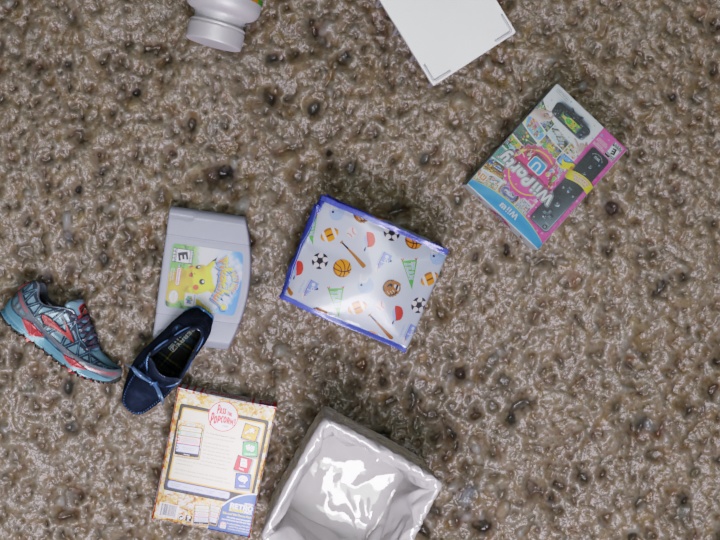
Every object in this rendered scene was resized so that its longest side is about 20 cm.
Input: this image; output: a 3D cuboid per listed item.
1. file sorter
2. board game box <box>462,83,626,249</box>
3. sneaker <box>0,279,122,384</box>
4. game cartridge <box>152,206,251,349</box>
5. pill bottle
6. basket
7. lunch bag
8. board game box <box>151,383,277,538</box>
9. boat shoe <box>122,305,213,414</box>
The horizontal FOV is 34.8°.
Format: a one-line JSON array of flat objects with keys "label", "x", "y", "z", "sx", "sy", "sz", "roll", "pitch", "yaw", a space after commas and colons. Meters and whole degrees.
[{"label": "file sorter", "x": 0.104, "y": -0.382, "z": 1.658, "sx": 0.138, "sy": 0.125, "sz": 0.201, "roll": -33, "pitch": 94, "yaw": 0}, {"label": "board game box", "x": 0.273, "y": -0.152, "z": 1.711, "sx": 0.147, "sy": 0.064, "sz": 0.200, "roll": 42, "pitch": 91, "yaw": -4}, {"label": "sneaker", "x": -0.422, "y": 0.088, "z": 1.675, "sx": 0.200, "sy": 0.079, "sz": 0.096, "roll": 36, "pitch": 88, "yaw": -5}, {"label": "game cartridge", "x": -0.230, "y": 0.013, "z": 1.704, "sx": 0.133, "sy": 0.040, "sz": 0.201, "roll": 7, "pitch": 93, "yaw": -7}, {"label": "pill bottle", "x": -0.187, "y": -0.421, "z": 1.645, "sx": 0.110, "sy": 0.111, "sz": 0.201, "roll": 14, "pitch": 92, "yaw": -4}, {"label": "basket", "x": -0.017, "y": 0.331, "z": 1.670, "sx": 0.198, "sy": 0.161, "sz": 0.201, "roll": 29, "pitch": 90, "yaw": -4}, {"label": "lunch bag", "x": 0.000, "y": 0.000, "z": 1.674, "sx": 0.199, "sy": 0.124, "sz": 0.171, "roll": 21, "pitch": 92, "yaw": -12}, {"label": "board game box", "x": -0.216, "y": 0.283, "z": 1.712, "sx": 0.151, "sy": 0.046, "sz": 0.201, "roll": 12, "pitch": 92, "yaw": -4}, {"label": "boat shoe", "x": -0.290, "y": 0.134, "z": 1.668, "sx": 0.084, "sy": 0.069, "sz": 0.200, "roll": 29, "pitch": 110, "yaw": -11}]
